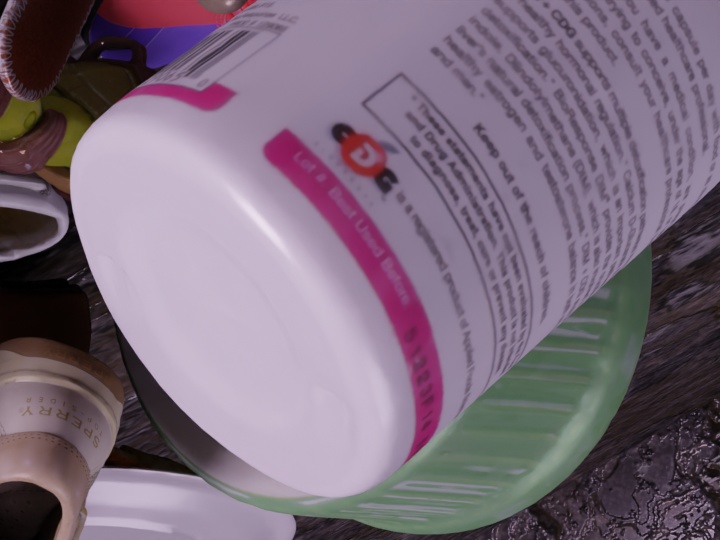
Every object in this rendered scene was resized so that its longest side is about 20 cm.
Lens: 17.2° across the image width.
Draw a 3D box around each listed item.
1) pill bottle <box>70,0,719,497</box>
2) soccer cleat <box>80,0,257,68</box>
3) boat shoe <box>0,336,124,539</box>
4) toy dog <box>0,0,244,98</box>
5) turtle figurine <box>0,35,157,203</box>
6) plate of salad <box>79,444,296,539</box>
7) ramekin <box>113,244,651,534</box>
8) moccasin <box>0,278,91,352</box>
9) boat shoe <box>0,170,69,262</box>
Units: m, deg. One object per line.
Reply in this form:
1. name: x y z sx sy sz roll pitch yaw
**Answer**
1. pill bottle: 0.032 -0.043 0.623 0.200 0.113 0.113 -39 173 -28
2. soccer cleat: 0.000 -0.108 0.735 0.199 0.074 0.068 -32 168 17
3. boat shoe: -0.143 0.105 0.853 0.072 0.065 0.200 23 134 -16
4. toy dog: -0.053 -0.096 0.589 0.132 0.097 0.200 -35 166 27
5. turtle figurine: -0.077 -0.033 0.699 0.064 0.200 0.161 -49 141 14
6. plate of salad: -0.125 0.100 0.966 0.198 0.048 0.200 -4 159 -1
7. ramekin: 0.000 0.000 0.895 0.200 0.201 0.097 -36 158 28
8. moccasin: -0.170 0.043 0.934 0.073 0.078 0.201 -9 176 17
9. boat shoe: -0.170 -0.006 0.739 0.201 0.086 0.075 -13 160 -50
